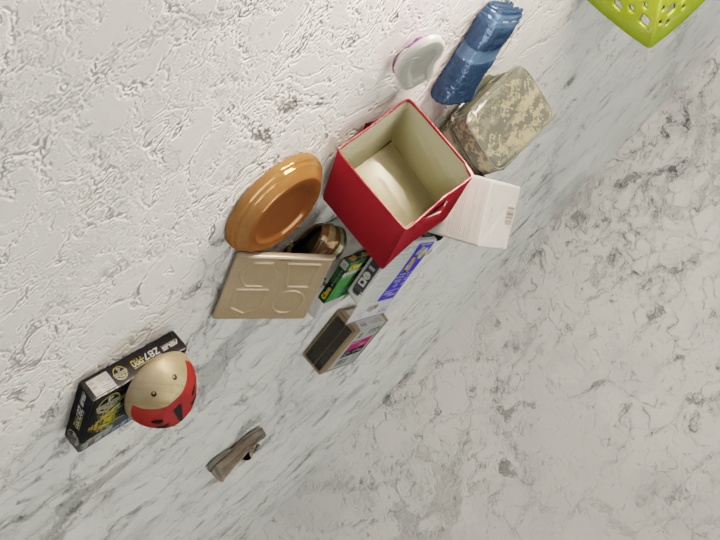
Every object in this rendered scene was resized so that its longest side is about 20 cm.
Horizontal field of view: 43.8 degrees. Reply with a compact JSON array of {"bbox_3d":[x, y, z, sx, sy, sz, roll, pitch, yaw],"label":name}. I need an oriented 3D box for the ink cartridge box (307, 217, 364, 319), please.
[{"bbox_3d":[-0.044,-0.018,1.786,0.145,0.084,0.201,-34,160,-37],"label":"ink cartridge box"}]

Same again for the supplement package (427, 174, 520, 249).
[{"bbox_3d":[0.179,-0.125,1.686,0.119,0.197,0.124,2,104,-53],"label":"supplement package"}]

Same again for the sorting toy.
[{"bbox_3d":[-0.157,0.024,1.592,0.181,0.037,0.201,1,143,-27],"label":"sorting toy"}]

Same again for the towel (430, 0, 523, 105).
[{"bbox_3d":[0.204,-0.379,1.573,0.111,0.049,0.201,-23,154,-51],"label":"towel"}]

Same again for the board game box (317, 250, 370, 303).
[{"bbox_3d":[0.000,0.000,1.744,0.105,0.023,0.199,-53,163,28],"label":"board game box"}]

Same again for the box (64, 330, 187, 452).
[{"bbox_3d":[-0.397,0.203,1.515,0.199,0.049,0.162,-31,161,-45],"label":"box"}]

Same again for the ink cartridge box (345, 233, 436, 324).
[{"bbox_3d":[0.051,0.008,1.774,0.202,0.043,0.197,-56,162,18],"label":"ink cartridge box"}]

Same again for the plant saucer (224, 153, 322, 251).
[{"bbox_3d":[-0.132,-0.101,1.445,0.199,0.037,0.201,-40,163,-14],"label":"plant saucer"}]

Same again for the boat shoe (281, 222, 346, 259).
[{"bbox_3d":[-0.114,-0.023,1.645,0.199,0.077,0.073,-42,138,22],"label":"boat shoe"}]

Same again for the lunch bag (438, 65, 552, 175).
[{"bbox_3d":[0.243,-0.281,1.732,0.200,0.140,0.167,-45,-165,-19],"label":"lunch bag"}]

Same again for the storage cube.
[{"bbox_3d":[0.059,-0.146,1.534,0.170,0.201,0.180,-38,170,-22],"label":"storage cube"}]

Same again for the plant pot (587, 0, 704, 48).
[{"bbox_3d":[0.551,-0.583,1.679,0.199,0.199,0.182,-41,158,-9],"label":"plant pot"}]

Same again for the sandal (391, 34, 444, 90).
[{"bbox_3d":[0.080,-0.331,1.392,0.081,0.051,0.203,-28,175,-5],"label":"sandal"}]

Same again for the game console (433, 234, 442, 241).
[{"bbox_3d":[0.133,-0.147,1.851,0.170,0.118,0.201,-24,154,-51],"label":"game console"}]

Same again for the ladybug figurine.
[{"bbox_3d":[-0.325,0.208,1.495,0.135,0.072,0.201,-42,164,-17],"label":"ladybug figurine"}]

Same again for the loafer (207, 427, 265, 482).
[{"bbox_3d":[-0.326,0.503,2.429,0.198,0.063,0.072,-31,159,-40],"label":"loafer"}]

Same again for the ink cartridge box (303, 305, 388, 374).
[{"bbox_3d":[-0.036,0.172,2.309,0.165,0.075,0.199,-50,163,23],"label":"ink cartridge box"}]
